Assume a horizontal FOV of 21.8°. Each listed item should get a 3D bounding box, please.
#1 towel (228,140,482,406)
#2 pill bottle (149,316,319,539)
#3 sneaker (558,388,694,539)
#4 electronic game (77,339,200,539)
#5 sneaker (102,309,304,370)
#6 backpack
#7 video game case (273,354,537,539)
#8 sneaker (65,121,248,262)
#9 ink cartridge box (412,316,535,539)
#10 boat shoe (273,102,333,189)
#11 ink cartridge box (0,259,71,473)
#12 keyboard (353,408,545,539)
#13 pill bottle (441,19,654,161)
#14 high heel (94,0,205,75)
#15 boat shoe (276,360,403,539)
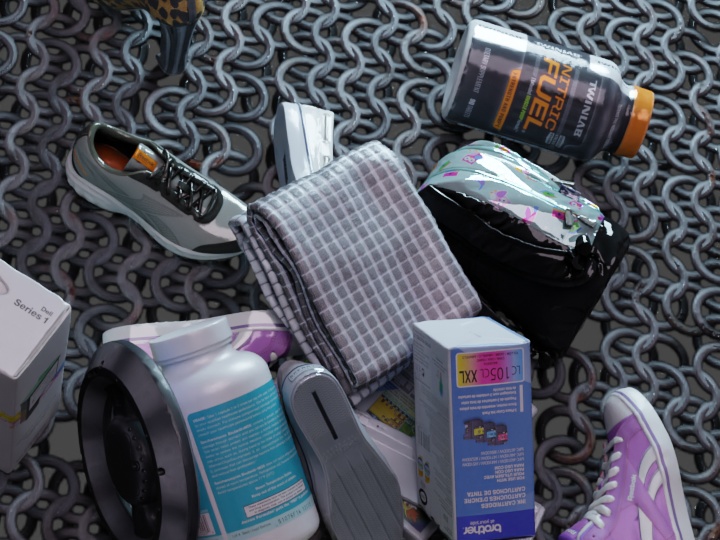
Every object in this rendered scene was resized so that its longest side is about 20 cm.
[{"bbox_3d":[0.000,0.000,1.675,0.165,0.086,0.200,-31,91,-37],"label":"towel"},{"bbox_3d":[-0.114,0.144,1.586,0.111,0.111,0.200,-20,96,-22],"label":"pill bottle"},{"bbox_3d":[0.228,0.204,1.687,0.114,0.073,0.201,-7,64,-13],"label":"sneaker"},{"bbox_3d":[-0.184,0.156,1.553,0.042,0.200,0.200,-12,65,-30],"label":"electronic game"},{"bbox_3d":[-0.126,0.101,1.678,0.200,0.073,0.115,-8,72,-10],"label":"sneaker"},{"bbox_3d":[0.140,-0.027,1.764,0.200,0.167,0.127,31,40,9],"label":"backpack"},{"bbox_3d":[0.034,0.126,1.721,0.200,0.022,0.182,40,61,9],"label":"video game case"},{"bbox_3d":[-0.182,-0.073,1.747,0.200,0.079,0.074,26,58,0],"label":"sneaker"},{"bbox_3d":[0.095,0.149,1.596,0.076,0.136,0.201,-2,98,-11],"label":"ink cartridge box"},{"bbox_3d":[-0.031,-0.073,1.791,0.086,0.075,0.202,2,52,-16],"label":"boat shoe"},{"bbox_3d":[-0.328,0.066,1.568,0.145,0.200,0.084,31,60,5],"label":"ink cartridge box"},{"bbox_3d":[0.067,0.190,1.678,0.200,0.011,0.056,27,66,2],"label":"keyboard"},{"bbox_3d":[0.189,-0.173,1.869,0.200,0.106,0.106,16,60,-4],"label":"pill bottle"},{"bbox_3d":[-0.219,-0.302,1.824,0.071,0.143,0.200,-30,72,-25],"label":"high heel"},{"bbox_3d":[-0.017,0.163,1.634,0.073,0.067,0.200,-22,110,-13],"label":"boat shoe"}]
